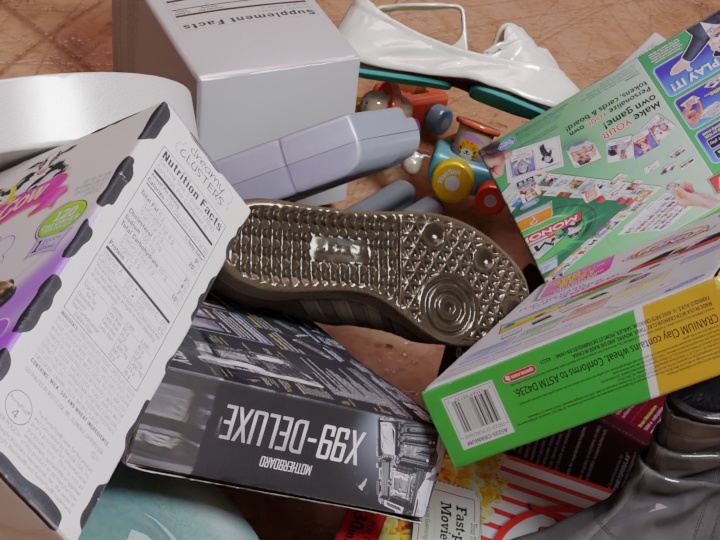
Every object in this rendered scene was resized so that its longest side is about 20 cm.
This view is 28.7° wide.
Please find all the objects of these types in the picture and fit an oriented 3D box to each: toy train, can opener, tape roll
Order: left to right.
[{"bbox_3d":[-0.185,-0.061,0.752,0.200,0.038,0.203,-11,-4,-1],"label":"tape roll"},{"bbox_3d":[-0.011,-0.019,0.929,0.052,0.067,0.199,32,34,24],"label":"can opener"},{"bbox_3d":[0.064,-0.110,1.051,0.149,0.056,0.199,-10,35,-45],"label":"toy train"}]

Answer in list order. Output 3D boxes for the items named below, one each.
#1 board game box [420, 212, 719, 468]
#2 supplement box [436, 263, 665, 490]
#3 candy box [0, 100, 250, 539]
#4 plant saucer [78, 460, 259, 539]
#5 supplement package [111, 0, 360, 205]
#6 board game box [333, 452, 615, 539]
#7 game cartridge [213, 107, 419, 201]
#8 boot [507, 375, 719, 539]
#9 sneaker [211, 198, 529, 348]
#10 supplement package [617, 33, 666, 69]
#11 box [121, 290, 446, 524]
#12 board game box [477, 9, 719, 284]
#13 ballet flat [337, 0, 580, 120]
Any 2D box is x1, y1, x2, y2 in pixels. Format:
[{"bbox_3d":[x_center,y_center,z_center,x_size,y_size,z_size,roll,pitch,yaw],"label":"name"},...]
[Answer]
[{"bbox_3d":[0.134,0.024,0.705,0.041,0.152,0.200,65,28,-3],"label":"board game box"},{"bbox_3d":[0.154,0.083,0.837,0.199,0.061,0.109,30,39,22],"label":"supplement box"},{"bbox_3d":[-0.159,0.033,0.613,0.166,0.072,0.201,-18,33,33],"label":"candy box"},{"bbox_3d":[-0.125,0.154,0.612,0.198,0.039,0.203,8,56,-12],"label":"plant saucer"},{"bbox_3d":[-0.095,-0.143,1.011,0.118,0.122,0.201,-11,42,-22],"label":"supplement package"},{"bbox_3d":[0.083,0.165,0.713,0.197,0.047,0.152,18,35,6],"label":"board game box"},{"bbox_3d":[-0.072,-0.049,0.848,0.198,0.041,0.133,-18,-1,22],"label":"game cartridge"},{"bbox_3d":[0.128,0.104,0.655,0.198,0.133,0.070,-14,44,-32],"label":"boot"},{"bbox_3d":[0.000,0.000,0.799,0.198,0.071,0.075,15,-12,-22],"label":"sneaker"},{"bbox_3d":[0.231,-0.036,0.924,0.121,0.120,0.200,-43,50,2],"label":"supplement package"},{"bbox_3d":[-0.067,0.055,0.719,0.156,0.050,0.200,15,8,-28],"label":"box"},{"bbox_3d":[0.183,-0.072,0.863,0.198,0.029,0.136,-30,50,9],"label":"board game box"},{"bbox_3d":[0.078,-0.150,0.987,0.197,0.070,0.070,14,35,0],"label":"ballet flat"}]
